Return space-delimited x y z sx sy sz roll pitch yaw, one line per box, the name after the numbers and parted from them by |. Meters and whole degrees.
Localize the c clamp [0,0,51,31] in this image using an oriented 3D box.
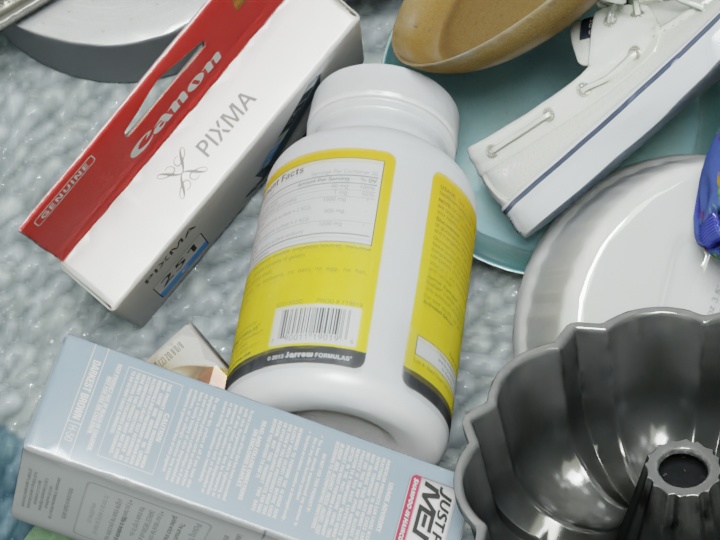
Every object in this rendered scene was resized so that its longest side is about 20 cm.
-0.246 -0.191 0.991 0.198 0.027 0.172 -25 78 -2 | c clamp

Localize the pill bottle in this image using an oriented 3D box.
0.000 0.000 0.921 0.111 0.112 0.202 8 58 4 | pill bottle

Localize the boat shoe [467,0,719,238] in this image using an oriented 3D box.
0.132 -0.112 0.930 0.202 0.075 0.086 -42 83 24 | boat shoe

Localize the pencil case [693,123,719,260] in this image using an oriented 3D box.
0.254 -0.015 0.860 0.198 0.078 0.088 19 69 -1 | pencil case

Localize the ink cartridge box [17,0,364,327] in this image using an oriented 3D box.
-0.079 -0.068 0.944 0.045 0.176 0.200 39 86 7 | ink cartridge box

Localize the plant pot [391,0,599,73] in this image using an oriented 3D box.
0.098 -0.171 0.944 0.027 0.200 0.200 43 82 -22 | plant pot

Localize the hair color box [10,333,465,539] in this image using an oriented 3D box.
-0.057 0.106 0.854 0.198 0.099 0.061 21 62 -4 | hair color box

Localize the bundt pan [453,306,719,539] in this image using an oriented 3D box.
0.142 0.111 0.808 0.199 0.076 0.203 -4 41 4 | bundt pan

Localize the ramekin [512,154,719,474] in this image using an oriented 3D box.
0.182 0.036 0.941 0.198 0.098 0.203 0 87 -4 | ramekin

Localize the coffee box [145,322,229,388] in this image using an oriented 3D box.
-0.061 0.142 0.953 0.114 0.080 0.200 -42 80 -7 | coffee box

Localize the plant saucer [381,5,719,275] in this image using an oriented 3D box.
0.108 -0.092 1.023 0.198 0.027 0.203 -1 78 3 | plant saucer

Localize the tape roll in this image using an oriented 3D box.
-0.137 -0.212 1.038 0.198 0.066 0.203 0 78 1 | tape roll

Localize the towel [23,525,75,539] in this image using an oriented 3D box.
-0.112 0.221 0.924 0.200 0.023 0.153 49 129 11 | towel
